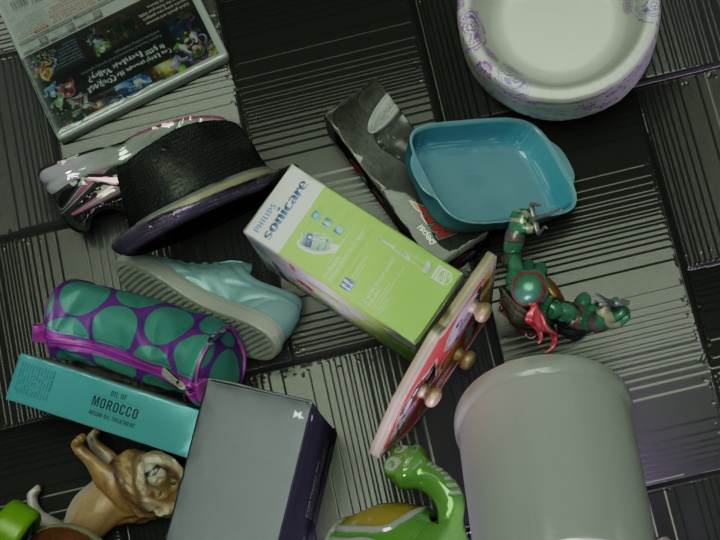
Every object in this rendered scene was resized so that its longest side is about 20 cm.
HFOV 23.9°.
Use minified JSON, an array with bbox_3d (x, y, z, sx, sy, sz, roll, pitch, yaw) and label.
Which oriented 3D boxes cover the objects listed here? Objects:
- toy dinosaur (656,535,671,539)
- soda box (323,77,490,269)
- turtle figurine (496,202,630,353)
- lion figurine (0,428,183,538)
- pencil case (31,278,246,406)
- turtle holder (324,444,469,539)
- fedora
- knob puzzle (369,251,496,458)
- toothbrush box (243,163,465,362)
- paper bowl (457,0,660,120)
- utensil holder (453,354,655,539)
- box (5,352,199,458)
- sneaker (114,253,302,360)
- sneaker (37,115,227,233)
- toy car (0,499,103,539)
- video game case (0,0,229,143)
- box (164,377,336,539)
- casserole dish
[{"bbox_3d":[0.342,0.307,1.566,0.135,0.086,0.200,-32,91,8],"label":"toy dinosaur"},{"bbox_3d":[0.047,-0.091,1.703,0.071,0.063,0.200,-35,76,-3],"label":"soda box"},{"bbox_3d":[0.174,0.015,1.590,0.101,0.200,0.150,-37,77,2],"label":"turtle figurine"},{"bbox_3d":[-0.263,0.236,1.659,0.200,0.072,0.123,-44,83,9],"label":"lion figurine"},{"bbox_3d":[-0.214,0.070,1.658,0.200,0.092,0.085,15,121,25],"label":"pencil case"},{"bbox_3d":[0.031,0.269,1.564,0.131,0.186,0.141,19,34,27],"label":"turtle holder"},{"bbox_3d":[-0.163,-0.090,1.653,0.200,0.201,0.092,-25,88,-1],"label":"fedora"},{"bbox_3d":[0.075,0.096,1.583,0.030,0.220,0.220,32,81,12],"label":"knob puzzle"},{"bbox_3d":[0.000,0.000,1.642,0.200,0.146,0.086,34,82,12],"label":"toothbrush box"},{"bbox_3d":[0.198,-0.248,1.705,0.200,0.104,0.201,-1,76,5],"label":"paper bowl"},{"bbox_3d":[0.174,0.204,1.520,0.169,0.170,0.200,-7,45,4],"label":"utensil holder"},{"bbox_3d":[-0.237,0.134,1.665,0.200,0.082,0.049,17,87,10],"label":"box"},{"bbox_3d":[-0.149,0.021,1.703,0.200,0.074,0.082,26,50,17],"label":"sneaker"},{"bbox_3d":[-0.222,-0.098,1.739,0.200,0.080,0.087,-20,98,-1],"label":"sneaker"},{"bbox_3d":[-0.308,0.334,1.545,0.164,0.200,0.158,29,116,6],"label":"toy car"},{"bbox_3d":[-0.264,-0.255,1.799,0.200,0.023,0.182,-26,74,-2],"label":"video game case"},{"bbox_3d":[-0.103,0.220,1.579,0.104,0.182,0.201,12,77,8],"label":"box"},{"bbox_3d":[0.123,-0.090,1.662,0.200,0.039,0.121,-8,62,-36],"label":"casserole dish"}]
